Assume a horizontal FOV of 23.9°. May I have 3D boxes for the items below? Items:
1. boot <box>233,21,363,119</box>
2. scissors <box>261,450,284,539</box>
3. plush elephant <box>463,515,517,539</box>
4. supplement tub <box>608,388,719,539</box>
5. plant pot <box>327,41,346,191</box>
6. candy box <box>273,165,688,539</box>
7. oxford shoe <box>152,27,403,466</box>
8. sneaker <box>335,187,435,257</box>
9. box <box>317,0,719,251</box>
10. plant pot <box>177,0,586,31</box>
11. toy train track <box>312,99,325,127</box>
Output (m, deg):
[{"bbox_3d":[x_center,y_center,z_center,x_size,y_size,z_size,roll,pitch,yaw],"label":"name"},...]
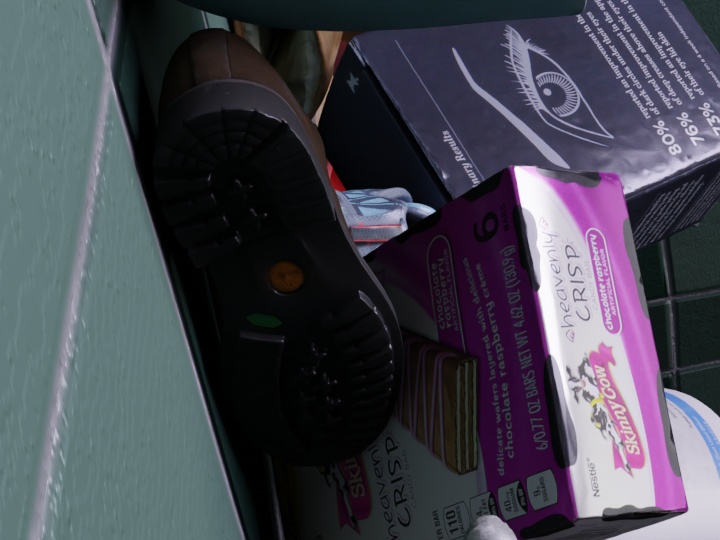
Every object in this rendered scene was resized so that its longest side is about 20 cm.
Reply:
[{"bbox_3d":[-0.023,-0.155,1.004,0.201,0.065,0.176,-78,157,-46],"label":"boot"},{"bbox_3d":[-0.025,0.156,0.680,0.073,0.014,0.203,-48,130,-83],"label":"scissors"},{"bbox_3d":[0.030,0.161,0.569,0.156,0.199,0.165,58,-14,9],"label":"plush elephant"},{"bbox_3d":[0.089,0.124,0.850,0.131,0.198,0.134,-7,-99,54],"label":"supplement tub"},{"bbox_3d":[0.043,-0.109,1.278,0.178,0.198,0.202,-115,-170,-53],"label":"plant pot"},{"bbox_3d":[0.035,0.056,0.703,0.200,0.060,0.138,-33,-119,52],"label":"candy box"},{"bbox_3d":[-0.028,-0.006,0.644,0.085,0.072,0.201,-102,180,-48],"label":"oxford shoe"},{"bbox_3d":[0.000,0.000,0.866,0.200,0.094,0.080,15,67,-86],"label":"sneaker"},{"bbox_3d":[0.097,-0.075,0.941,0.149,0.198,0.105,60,-24,18],"label":"box"},{"bbox_3d":[-0.013,-0.179,0.622,0.201,0.159,0.203,-11,90,-86],"label":"plant pot"},{"bbox_3d":[-0.049,-0.156,1.085,0.201,0.032,0.116,67,19,-50],"label":"toy train track"}]
